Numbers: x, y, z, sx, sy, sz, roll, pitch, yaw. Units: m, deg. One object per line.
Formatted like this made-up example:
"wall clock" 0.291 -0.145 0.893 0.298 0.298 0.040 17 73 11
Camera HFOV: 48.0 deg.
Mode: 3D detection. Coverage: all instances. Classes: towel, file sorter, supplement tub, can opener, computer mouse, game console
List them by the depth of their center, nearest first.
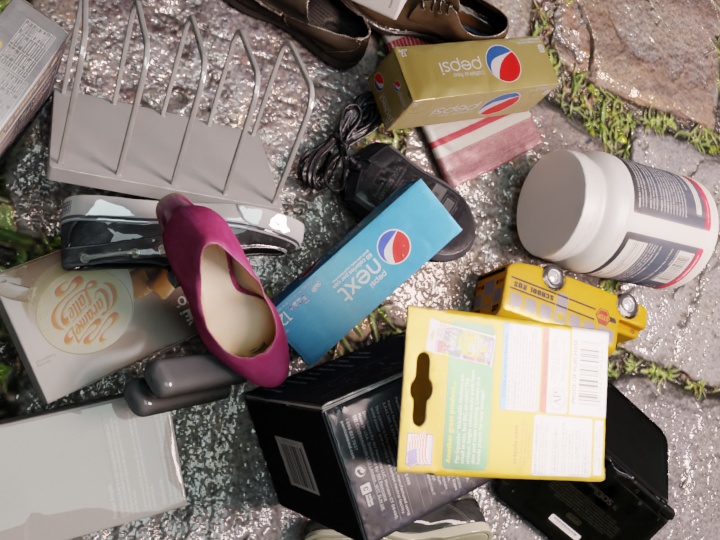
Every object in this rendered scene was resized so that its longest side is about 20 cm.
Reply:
"file sorter" -0.158 -0.148 0.707 0.199 0.139 0.125 8 124 -25
"can opener" -0.133 0.079 0.719 0.067 0.053 0.200 56 22 16
"computer mouse" 0.037 -0.084 0.872 0.200 0.053 0.139 41 67 -5
"towel" 0.117 -0.211 0.940 0.143 0.023 0.201 -26 94 -24
"supplement tub" 0.298 -0.059 0.943 0.199 0.140 0.141 11 79 -25
"game console" 0.268 0.228 0.962 0.200 0.116 0.176 40 99 -16

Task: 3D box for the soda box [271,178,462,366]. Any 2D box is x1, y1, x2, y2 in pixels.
"soda box" 0.000 0.000 0.798 0.200 0.064 0.068 -42 99 -4

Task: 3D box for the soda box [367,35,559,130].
"soda box" 0.113 -0.204 0.876 0.199 0.068 0.064 -13 78 -28

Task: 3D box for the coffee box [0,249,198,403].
"coffee box" -0.207 0.022 0.718 0.199 0.080 0.115 -24 94 -27

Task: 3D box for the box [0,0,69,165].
"box" -0.312 -0.099 0.639 0.048 0.158 0.201 33 71 -18

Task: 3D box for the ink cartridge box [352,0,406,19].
"ink cartridge box" -0.025 -0.354 0.798 0.199 0.084 0.146 24 49 0

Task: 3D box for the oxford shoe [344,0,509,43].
"oxford shoe" 0.072 -0.293 0.876 0.199 0.084 0.073 12 78 -17

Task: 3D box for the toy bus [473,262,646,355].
"toy bus" 0.232 0.049 0.933 0.199 0.065 0.079 20 69 -19

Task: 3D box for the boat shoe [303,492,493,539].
"boat shoe" 0.035 0.258 0.828 0.199 0.072 0.068 2 47 -19

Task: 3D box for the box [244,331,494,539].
"box" 0.026 0.140 0.752 0.196 0.200 0.125 -20 94 -26

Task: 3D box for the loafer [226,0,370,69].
"loafer" -0.067 -0.288 0.830 0.199 0.071 0.073 27 73 -21

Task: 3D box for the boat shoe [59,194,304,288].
"boat shoe" -0.144 -0.019 0.670 0.199 0.072 0.068 4 77 -22

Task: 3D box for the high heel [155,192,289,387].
"high heel" -0.092 0.033 0.625 0.067 0.096 0.201 -28 123 -15

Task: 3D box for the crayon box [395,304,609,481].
"crayon box" 0.108 0.101 0.656 0.199 0.052 0.127 9 81 -26

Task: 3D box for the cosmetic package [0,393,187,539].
"cosmetic package" -0.256 0.169 0.676 0.199 0.090 0.108 -8 86 -24
